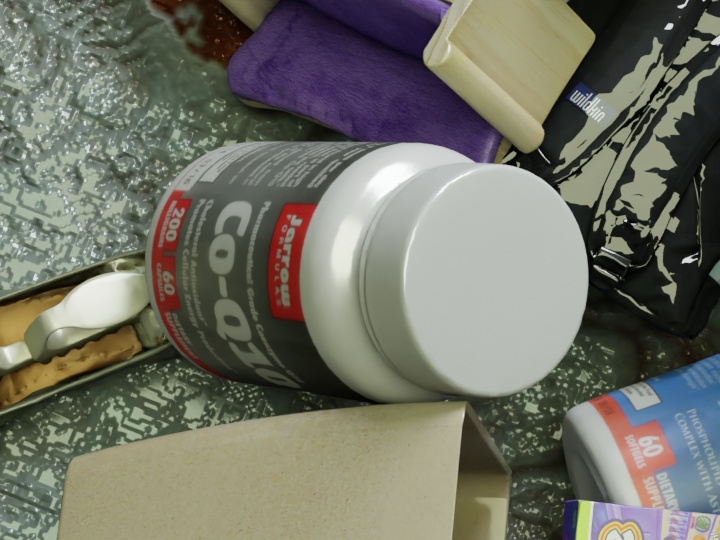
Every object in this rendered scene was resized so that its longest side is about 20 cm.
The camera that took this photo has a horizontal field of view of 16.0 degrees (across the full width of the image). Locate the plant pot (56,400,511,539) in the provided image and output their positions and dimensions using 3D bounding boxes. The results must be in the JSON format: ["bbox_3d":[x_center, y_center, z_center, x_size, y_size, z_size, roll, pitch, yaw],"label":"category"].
[{"bbox_3d":[-0.038,0.165,1.131,0.177,0.200,0.200,4,77,11],"label":"plant pot"}]

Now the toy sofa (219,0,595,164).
[{"bbox_3d":[0.000,-0.113,1.185,0.200,0.083,0.098,28,81,44],"label":"toy sofa"}]

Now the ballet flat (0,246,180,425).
[{"bbox_3d":[-0.163,0.034,1.211,0.200,0.064,0.068,-21,80,-6],"label":"ballet flat"}]

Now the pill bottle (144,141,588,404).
[{"bbox_3d":[0.000,0.000,1.126,0.114,0.200,0.114,-2,93,-34],"label":"pill bottle"}]

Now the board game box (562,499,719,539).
[{"bbox_3d":[0.146,0.204,1.091,0.134,0.045,0.201,6,84,-2],"label":"board game box"}]

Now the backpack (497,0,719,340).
[{"bbox_3d":[0.152,-0.088,1.218,0.163,0.154,0.200,34,96,13],"label":"backpack"}]

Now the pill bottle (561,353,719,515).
[{"bbox_3d":[0.203,0.084,1.187,0.200,0.112,0.112,-20,79,-6],"label":"pill bottle"}]
